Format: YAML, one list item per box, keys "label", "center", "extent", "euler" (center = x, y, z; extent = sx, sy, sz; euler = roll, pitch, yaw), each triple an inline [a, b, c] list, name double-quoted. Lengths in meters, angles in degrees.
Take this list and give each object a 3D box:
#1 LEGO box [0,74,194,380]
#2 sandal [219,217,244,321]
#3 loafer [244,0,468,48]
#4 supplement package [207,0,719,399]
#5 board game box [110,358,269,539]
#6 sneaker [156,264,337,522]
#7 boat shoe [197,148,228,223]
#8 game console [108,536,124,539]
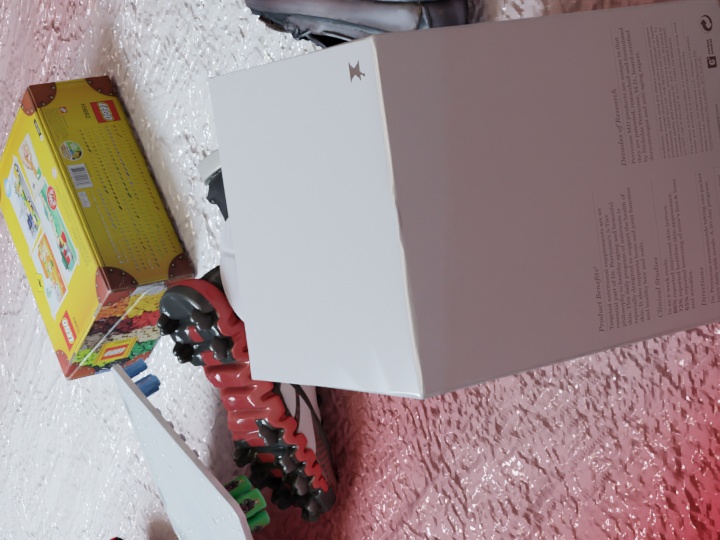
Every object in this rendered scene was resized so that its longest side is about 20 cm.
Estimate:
- label: "LEGO box"
  center: [-0.227, -0.035, 1.320]
  extent: [0.201, 0.077, 0.149]
  euler: [65, 146, 20]
- label: "sandal"
  center: [0.000, 0.008, 1.000]
  extent: [0.205, 0.059, 0.080]
  euler: [11, 103, 34]
- label: "loafer"
  center: [-0.009, -0.150, 0.949]
  extent: [0.199, 0.071, 0.064]
  euler: [14, 116, 52]
- label: "supplement package"
  center: [0.057, -0.037, 0.754]
  extent: [0.150, 0.199, 0.153]
  euler: [-1, 99, 57]
- label: "board game box"
  center: [-0.108, 0.185, 1.190]
  extent: [0.200, 0.026, 0.201]
  euler: [40, 152, 45]
- label: "sneaker"
  center: [-0.057, 0.076, 1.097]
  extent: [0.071, 0.098, 0.201]
  euler: [-5, 119, 48]
- label: "boat shoe"
  center: [-0.044, -0.071, 1.024]
  extent: [0.200, 0.074, 0.061]
  euler: [-27, 83, 54]
- label: "game console"
  center: [-0.199, 0.345, 1.349]
  extent: [0.177, 0.031, 0.202]
  euler: [-104, 2, -75]
